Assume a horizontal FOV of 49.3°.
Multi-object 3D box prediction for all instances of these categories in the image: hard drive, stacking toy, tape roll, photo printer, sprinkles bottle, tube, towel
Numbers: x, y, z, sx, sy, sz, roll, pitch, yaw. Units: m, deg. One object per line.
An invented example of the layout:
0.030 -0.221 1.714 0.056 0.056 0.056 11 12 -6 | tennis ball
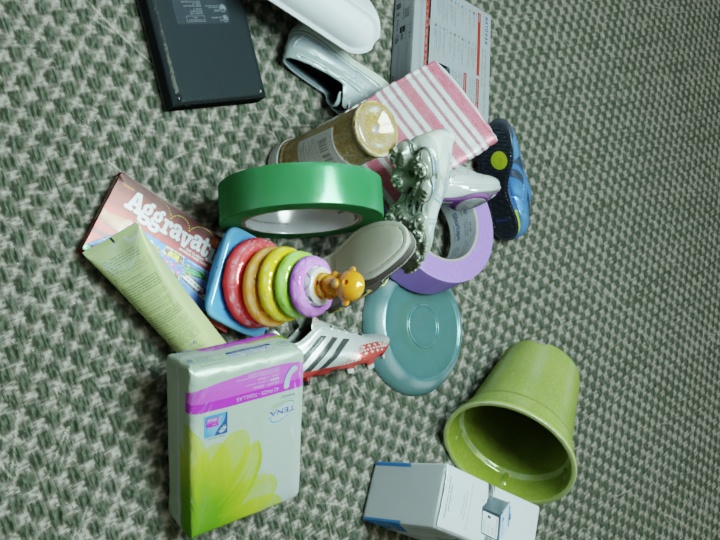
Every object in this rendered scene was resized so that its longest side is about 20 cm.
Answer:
-0.202 -0.305 0.979 0.138 0.033 0.203 -16 93 -41 | hard drive
-0.072 0.016 0.902 0.109 0.198 0.118 32 65 -47 | stacking toy
-0.071 -0.080 0.942 0.198 0.199 0.049 3 80 -39 | tape roll
-0.064 -0.372 1.035 0.198 0.070 0.167 25 27 -34 | photo printer
-0.039 -0.151 0.981 0.067 0.199 0.070 7 78 -37 | sprinkles bottle
0.101 -0.071 1.154 0.198 0.065 0.203 13 66 -31 | tape roll
-0.217 0.038 0.881 0.058 0.052 0.201 -46 119 -20 | tube
0.070 -0.182 1.050 0.199 0.030 0.147 -33 78 -19 | towel

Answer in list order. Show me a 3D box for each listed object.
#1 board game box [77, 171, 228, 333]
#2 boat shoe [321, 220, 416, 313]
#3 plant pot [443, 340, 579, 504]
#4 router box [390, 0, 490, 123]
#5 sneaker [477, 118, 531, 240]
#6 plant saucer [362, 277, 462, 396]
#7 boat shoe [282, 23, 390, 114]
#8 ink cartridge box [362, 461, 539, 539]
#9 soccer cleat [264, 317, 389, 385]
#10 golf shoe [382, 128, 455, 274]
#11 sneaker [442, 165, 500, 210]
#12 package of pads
-0.221 -0.017 0.924 0.199 0.019 0.104 35 61 -31 | board game box
0.000 0.000 0.994 0.059 0.199 0.073 23 49 -39 | boat shoe
0.249 0.214 1.188 0.202 0.199 0.185 57 42 -17 | plant pot
0.131 -0.342 1.256 0.178 0.048 0.204 14 74 -38 | router box
0.245 -0.154 1.300 0.078 0.065 0.203 -29 114 -47 | sneaker
0.087 0.083 1.163 0.198 0.027 0.204 9 77 -39 | plant saucer
-0.028 -0.257 1.101 0.200 0.070 0.072 34 67 -25 | boat shoe
0.126 0.333 1.075 0.199 0.145 0.087 29 63 -33 | ink cartridge box
-0.042 0.095 1.027 0.198 0.068 0.087 -12 94 -36 | soccer cleat
0.080 -0.084 0.977 0.078 0.202 0.097 35 50 22 | golf shoe
0.118 -0.138 1.100 0.197 0.075 0.101 0 73 -34 | sneaker
-0.139 0.181 0.895 0.153 0.068 0.204 -9 109 -40 | package of pads
